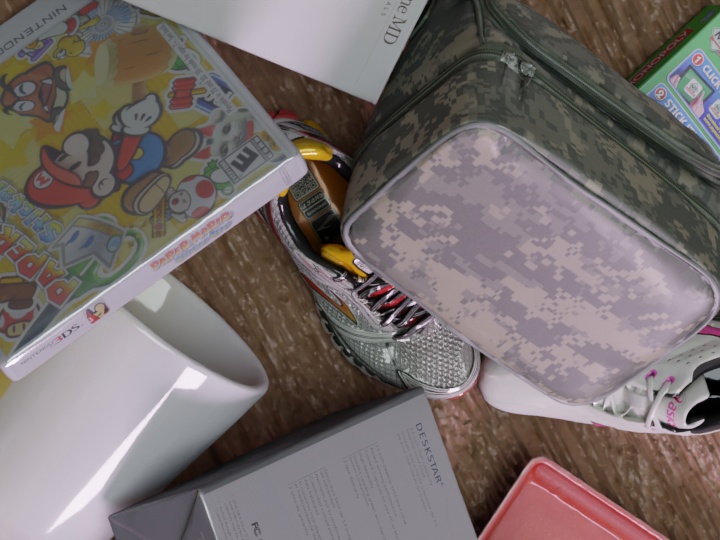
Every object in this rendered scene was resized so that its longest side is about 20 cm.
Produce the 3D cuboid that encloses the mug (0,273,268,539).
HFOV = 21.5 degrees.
[{"bbox_3d":[-0.163,0.065,1.048,0.153,0.187,0.149,-52,140,8],"label":"mug"}]

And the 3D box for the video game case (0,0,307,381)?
[{"bbox_3d":[-0.151,-0.064,0.991,0.182,0.200,0.023,-36,145,-6],"label":"video game case"}]

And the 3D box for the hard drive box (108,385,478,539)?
[{"bbox_3d":[-0.022,0.169,1.042,0.200,0.077,0.157,-19,89,-50],"label":"hard drive box"}]

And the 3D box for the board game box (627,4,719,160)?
[{"bbox_3d":[0.228,-0.043,1.166,0.135,0.029,0.200,-42,107,-4],"label":"board game box"}]

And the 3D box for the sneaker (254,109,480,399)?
[{"bbox_3d":[0.000,0.000,1.087,0.078,0.082,0.200,-42,108,-4],"label":"sneaker"}]

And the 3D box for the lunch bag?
[{"bbox_3d":[0.098,-0.055,1.039,0.200,0.168,0.139,33,129,-18],"label":"lunch bag"}]

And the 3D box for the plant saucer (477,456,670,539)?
[{"bbox_3d":[0.124,0.241,1.188,0.199,0.037,0.200,34,91,-18],"label":"plant saucer"}]

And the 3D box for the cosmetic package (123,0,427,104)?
[{"bbox_3d":[-0.060,-0.183,1.002,0.199,0.085,0.108,21,119,-10],"label":"cosmetic package"}]

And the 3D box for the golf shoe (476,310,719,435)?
[{"bbox_3d":[0.168,0.059,1.122,0.199,0.092,0.073,-5,113,3],"label":"golf shoe"}]
